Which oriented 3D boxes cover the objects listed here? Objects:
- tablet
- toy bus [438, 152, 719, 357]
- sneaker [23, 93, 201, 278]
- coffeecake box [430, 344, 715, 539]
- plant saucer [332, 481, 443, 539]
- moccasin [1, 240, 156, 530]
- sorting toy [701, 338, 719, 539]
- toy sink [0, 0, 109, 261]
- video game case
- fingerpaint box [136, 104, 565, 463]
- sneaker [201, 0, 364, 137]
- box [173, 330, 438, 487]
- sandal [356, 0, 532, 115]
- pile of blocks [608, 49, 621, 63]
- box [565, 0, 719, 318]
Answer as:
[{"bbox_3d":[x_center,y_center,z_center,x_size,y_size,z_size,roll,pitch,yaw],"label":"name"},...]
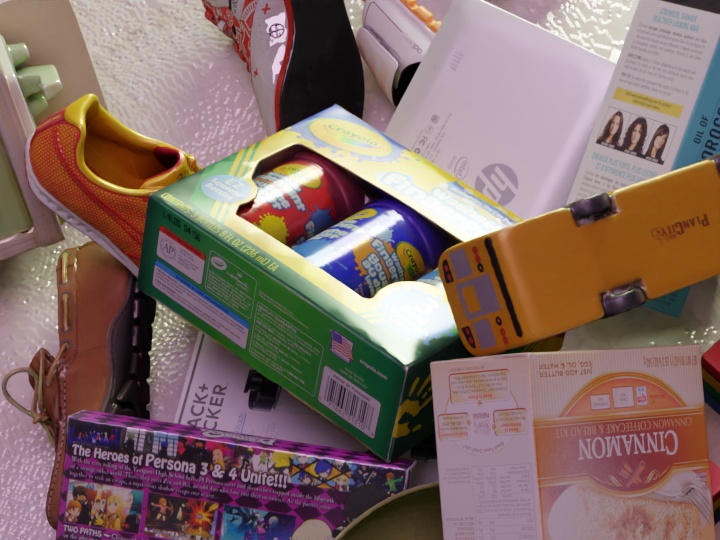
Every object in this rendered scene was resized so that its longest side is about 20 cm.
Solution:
[{"bbox_3d":[0.068,-0.060,1.431,0.130,0.014,0.201,28,90,22],"label":"tablet"},{"bbox_3d":[0.147,-0.012,1.272,0.199,0.078,0.065,-18,88,-33],"label":"toy bus"},{"bbox_3d":[-0.113,-0.030,1.409,0.200,0.077,0.073,33,47,-26],"label":"sneaker"},{"bbox_3d":[0.119,0.144,1.241,0.073,0.153,0.201,-7,85,43],"label":"coffeecake box"},{"bbox_3d":[0.032,0.211,1.259,0.200,0.200,0.031,-46,28,-19],"label":"plant saucer"},{"bbox_3d":[-0.172,0.068,1.409,0.077,0.074,0.202,-5,61,12],"label":"moccasin"},{"bbox_3d":[0.248,0.125,1.332,0.200,0.070,0.199,-38,63,-16],"label":"sorting toy"},{"bbox_3d":[-0.253,-0.078,1.450,0.199,0.131,0.112,-20,30,-7],"label":"toy sink"},{"bbox_3d":[-0.076,0.182,1.299,0.199,0.036,0.182,7,96,11],"label":"video game case"},{"bbox_3d":[0.000,0.000,1.340,0.200,0.074,0.167,34,41,28],"label":"fingerpaint box"},{"bbox_3d":[-0.056,-0.151,1.533,0.067,0.108,0.203,-7,91,-31],"label":"sneaker"},{"bbox_3d":[-0.008,0.094,1.383,0.199,0.060,0.117,9,60,11],"label":"box"},{"bbox_3d":[0.046,-0.125,1.495,0.059,0.079,0.207,-47,59,2],"label":"sandal"},{"bbox_3d":[0.232,-0.138,1.475,0.200,0.062,0.082,-33,56,-23],"label":"pile of blocks"},{"bbox_3d":[0.183,-0.080,1.380,0.082,0.049,0.201,25,96,54],"label":"box"}]
